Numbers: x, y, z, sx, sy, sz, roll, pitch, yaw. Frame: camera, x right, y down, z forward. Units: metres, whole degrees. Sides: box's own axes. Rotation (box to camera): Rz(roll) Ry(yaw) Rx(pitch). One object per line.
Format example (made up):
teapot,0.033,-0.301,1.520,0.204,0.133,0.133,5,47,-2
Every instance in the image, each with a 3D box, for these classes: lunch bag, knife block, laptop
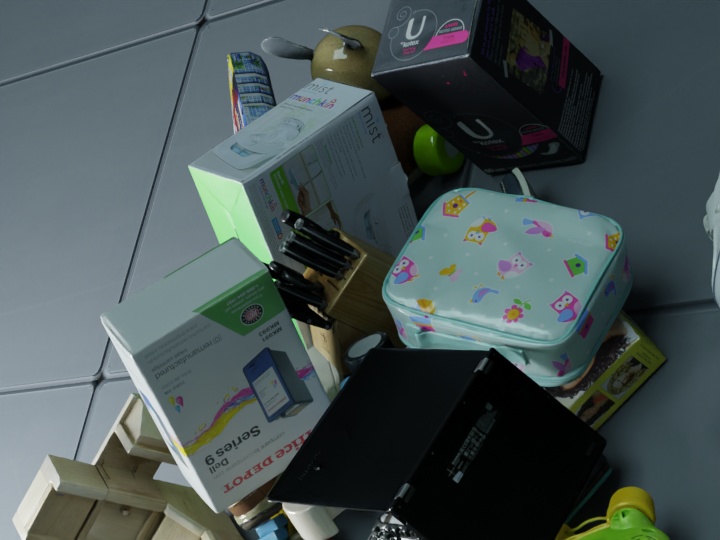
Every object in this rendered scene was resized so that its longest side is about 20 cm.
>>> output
lunch bag,0.125,0.015,1.523,0.200,0.077,0.160,13,59,31
knife block,0.000,0.000,1.638,0.200,0.176,0.064,-22,37,-21
laptop,0.066,0.165,1.445,0.187,0.200,0.116,-54,4,-36

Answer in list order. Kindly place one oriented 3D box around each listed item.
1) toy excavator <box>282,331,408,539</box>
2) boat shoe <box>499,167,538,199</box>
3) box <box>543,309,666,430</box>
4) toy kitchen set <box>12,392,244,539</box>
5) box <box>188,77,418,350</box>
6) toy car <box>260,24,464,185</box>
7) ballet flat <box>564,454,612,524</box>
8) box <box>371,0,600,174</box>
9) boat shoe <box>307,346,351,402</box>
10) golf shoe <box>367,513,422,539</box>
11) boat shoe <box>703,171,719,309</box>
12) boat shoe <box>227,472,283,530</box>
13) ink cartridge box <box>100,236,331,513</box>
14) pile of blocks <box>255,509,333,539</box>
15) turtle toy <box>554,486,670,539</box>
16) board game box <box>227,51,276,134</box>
toy excavator,0.024,0.140,1.550,0.194,0.100,0.200,-26,20,12
boat shoe,0.158,-0.010,1.627,0.062,0.075,0.200,-27,56,14
box,0.172,0.119,1.541,0.200,0.050,0.075,-48,40,9
toy kitchen set,-0.188,0.239,1.665,0.163,0.200,0.180,-60,39,14
box,-0.045,-0.057,1.707,0.176,0.200,0.097,-38,36,-26
toy car,-0.004,-0.188,1.800,0.164,0.200,0.158,-6,60,41
ballet flat,0.134,0.226,1.486,0.200,0.073,0.073,-54,40,-4
box,0.124,-0.188,1.678,0.122,0.200,0.106,-7,59,41
boat shoe,-0.024,0.150,1.685,0.075,0.062,0.200,-37,40,22
golf shoe,0.060,0.212,1.507,0.095,0.078,0.200,-53,4,-11
boat shoe,0.330,-0.045,1.494,0.065,0.074,0.200,-7,49,46
boat shoe,-0.103,0.168,1.710,0.076,0.074,0.200,-38,19,19
ink cartridge box,-0.122,0.096,1.573,0.145,0.200,0.088,-31,35,-13
pile of blocks,-0.054,0.274,1.627,0.062,0.082,0.200,-34,44,23
turtle toy,0.180,0.271,1.388,0.200,0.101,0.146,-30,21,27
board game box,-0.089,-0.094,1.825,0.062,0.200,0.200,-10,47,-8
